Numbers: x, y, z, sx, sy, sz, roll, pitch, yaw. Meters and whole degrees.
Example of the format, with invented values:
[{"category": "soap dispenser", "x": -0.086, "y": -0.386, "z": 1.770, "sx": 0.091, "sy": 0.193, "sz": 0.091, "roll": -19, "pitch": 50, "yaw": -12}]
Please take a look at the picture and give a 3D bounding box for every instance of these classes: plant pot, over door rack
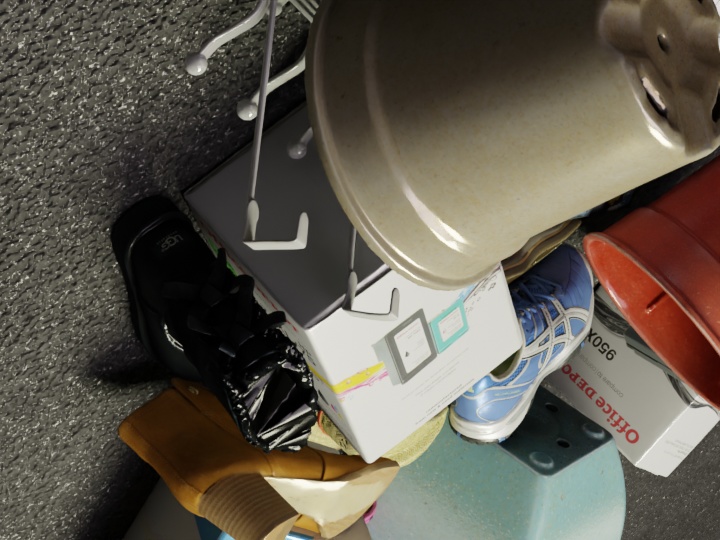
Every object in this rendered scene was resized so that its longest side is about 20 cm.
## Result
[{"category": "plant pot", "x": 0.102, "y": -0.107, "z": 1.050, "sx": 0.183, "sy": 0.201, "sz": 0.200, "roll": -17, "pitch": 167, "yaw": 37}, {"category": "plant pot", "x": 0.112, "y": 0.204, "z": 1.574, "sx": 0.196, "sy": 0.196, "sz": 0.200, "roll": -22, "pitch": 138, "yaw": -49}, {"category": "over door rack", "x": -0.041, "y": -0.078, "z": 1.088, "sx": 0.067, "sy": 0.200, "sz": 0.148, "roll": -14, "pitch": 157, "yaw": 20}, {"category": "plant pot", "x": 0.322, "y": -0.014, "z": 1.502, "sx": 0.195, "sy": 0.201, "sz": 0.201, "roll": -40, "pitch": 149, "yaw": -6}]

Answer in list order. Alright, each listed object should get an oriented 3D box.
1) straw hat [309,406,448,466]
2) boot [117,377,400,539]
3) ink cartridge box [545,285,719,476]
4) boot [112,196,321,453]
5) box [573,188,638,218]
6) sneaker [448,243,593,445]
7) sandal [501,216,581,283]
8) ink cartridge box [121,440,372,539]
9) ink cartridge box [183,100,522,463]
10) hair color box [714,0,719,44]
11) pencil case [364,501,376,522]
[{"category": "straw hat", "x": 0.017, "y": 0.111, "z": 1.464, "sx": 0.201, "sy": 0.085, "sz": 0.201, "roll": -30, "pitch": 146, "yaw": -23}, {"category": "boot", "x": -0.069, "y": 0.126, "z": 1.302, "sx": 0.201, "sy": 0.144, "sz": 0.071, "roll": -10, "pitch": 136, "yaw": -59}, {"category": "ink cartridge box", "x": 0.278, "y": 0.064, "z": 1.655, "sx": 0.200, "sy": 0.145, "sz": 0.084, "roll": -50, "pitch": 149, "yaw": 10}, {"category": "boot", "x": -0.085, "y": 0.055, "z": 1.200, "sx": 0.073, "sy": 0.162, "sz": 0.198, "roll": -35, "pitch": 148, "yaw": -13}, {"category": "box", "x": 0.196, "y": -0.128, "z": 1.429, "sx": 0.137, "sy": 0.040, "sz": 0.200, "roll": -11, "pitch": 137, "yaw": -41}, {"category": "sneaker", "x": 0.135, "y": 0.049, "z": 1.493, "sx": 0.200, "sy": 0.076, "sz": 0.077, "roll": -58, "pitch": 154, "yaw": -33}, {"category": "sandal", "x": 0.103, "y": -0.013, "z": 1.447, "sx": 0.200, "sy": 0.054, "sz": 0.080, "roll": -33, "pitch": 175, "yaw": -47}, {"category": "ink cartridge box", "x": -0.102, "y": 0.232, "z": 1.395, "sx": 0.128, "sy": 0.125, "sz": 0.200, "roll": 20, "pitch": 118, "yaw": -29}, {"category": "ink cartridge box", "x": 0.000, "y": 0.000, "z": 1.250, "sx": 0.146, "sy": 0.147, "sz": 0.200, "roll": -37, "pitch": 148, "yaw": -10}, {"category": "hair color box", "x": 0.158, "y": -0.179, "z": 1.237, "sx": 0.200, "sy": 0.065, "sz": 0.109, "roll": 26, "pitch": 109, "yaw": -33}, {"category": "pencil case", "x": -0.070, "y": 0.253, "z": 1.533, "sx": 0.094, "sy": 0.091, "sz": 0.200, "roll": 1, "pitch": 126, "yaw": -55}]
